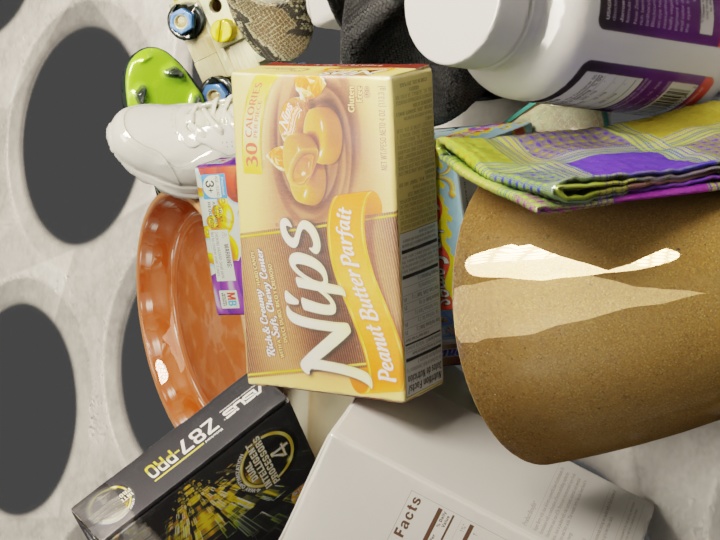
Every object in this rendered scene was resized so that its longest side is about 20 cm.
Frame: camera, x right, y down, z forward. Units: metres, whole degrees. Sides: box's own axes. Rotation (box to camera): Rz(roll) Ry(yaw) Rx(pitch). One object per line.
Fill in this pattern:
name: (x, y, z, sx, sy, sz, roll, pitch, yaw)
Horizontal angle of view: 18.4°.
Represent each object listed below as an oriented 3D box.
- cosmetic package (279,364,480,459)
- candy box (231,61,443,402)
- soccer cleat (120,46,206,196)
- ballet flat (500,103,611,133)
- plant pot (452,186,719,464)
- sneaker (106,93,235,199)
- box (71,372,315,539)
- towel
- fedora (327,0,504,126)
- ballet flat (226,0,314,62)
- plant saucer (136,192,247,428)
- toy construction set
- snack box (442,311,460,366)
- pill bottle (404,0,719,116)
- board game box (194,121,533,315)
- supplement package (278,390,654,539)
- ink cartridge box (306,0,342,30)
cosmetic package: (0.026, 0.109, 1.540, 0.200, 0.073, 0.104, 38, 117, 42)
candy box: (-0.014, -0.025, 1.366, 0.115, 0.055, 0.200, 5, 105, 31)
soccer cleat: (-0.138, -0.080, 1.686, 0.081, 0.068, 0.200, 22, 141, 55)
ballet flat: (0.090, -0.060, 1.483, 0.200, 0.067, 0.062, -32, 75, 44)
plant pot: (0.186, 0.014, 1.300, 0.200, 0.186, 0.186, -8, 82, 35)
sneaker: (-0.077, -0.103, 1.567, 0.099, 0.200, 0.078, 113, 154, -48)
box: (-0.095, 0.185, 1.541, 0.049, 0.161, 0.200, 41, 160, 42)
towel: (0.159, -0.069, 1.285, 0.144, 0.200, 0.023, -147, 52, -62)
fedora: (0.045, -0.160, 1.436, 0.201, 0.201, 0.092, -22, 35, 46)
ballet flat: (-0.072, -0.251, 1.587, 0.075, 0.068, 0.200, 99, 164, -78)
plant saucer: (-0.112, 0.038, 1.625, 0.200, 0.032, 0.200, 34, 129, 56)
toy construction set: (-0.074, -0.186, 1.667, 0.131, 0.092, 0.200, -23, 77, 20)
snack box: (0.000, 0.000, 1.574, 0.200, 0.072, 0.024, 48, 127, 39)
pill bottle: (0.127, -0.154, 1.339, 0.111, 0.200, 0.111, -4, 85, 49)
board game box: (0.008, -0.033, 1.447, 0.200, 0.103, 0.105, -2, 101, 33)
supplement package: (0.062, 0.170, 1.388, 0.200, 0.121, 0.120, 27, 114, 6)
ink cartridge box: (0.048, -0.261, 1.523, 0.200, 0.084, 0.145, -21, 73, 46)
